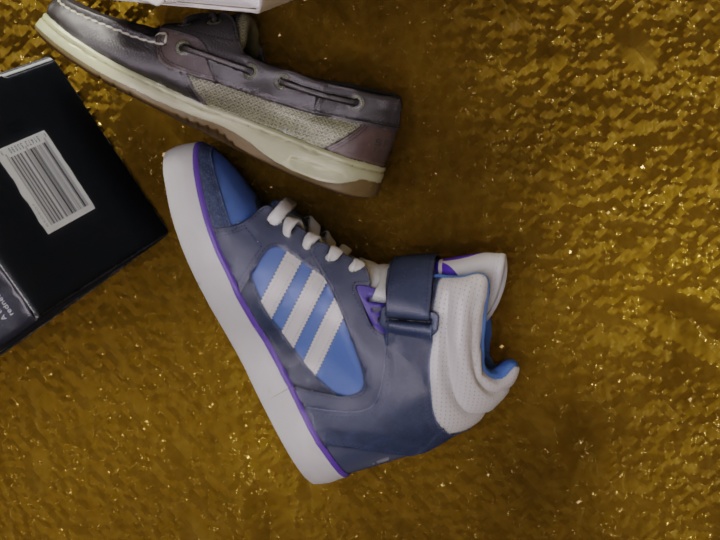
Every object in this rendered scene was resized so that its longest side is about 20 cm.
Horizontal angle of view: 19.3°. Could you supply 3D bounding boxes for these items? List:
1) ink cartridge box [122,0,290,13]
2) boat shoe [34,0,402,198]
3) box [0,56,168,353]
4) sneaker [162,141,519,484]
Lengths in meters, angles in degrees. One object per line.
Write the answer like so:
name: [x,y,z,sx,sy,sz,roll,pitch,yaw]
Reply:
ink cartridge box: [-0.083,-0.197,1.010,0.125,0.200,0.129,6,103,13]
boat shoe: [-0.071,-0.103,1.102,0.200,0.073,0.065,25,96,4]
box: [-0.234,0.003,1.093,0.197,0.200,0.124,-32,94,19]
sneaker: [0.000,0.000,1.104,0.146,0.081,0.200,-25,92,10]
